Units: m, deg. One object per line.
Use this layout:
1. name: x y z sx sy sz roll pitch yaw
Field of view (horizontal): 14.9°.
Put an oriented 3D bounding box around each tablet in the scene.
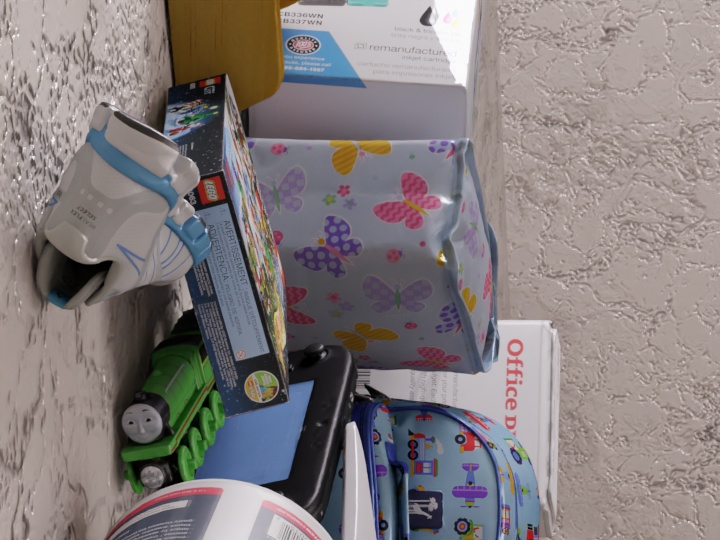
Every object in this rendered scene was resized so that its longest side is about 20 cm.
1. tablet: 0.005 0.201 1.620 0.130 0.014 0.200 -89 174 -49

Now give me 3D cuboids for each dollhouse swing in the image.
1. dollhouse swing: -0.015 -0.196 1.700 0.200 0.176 0.182 -75 162 -65

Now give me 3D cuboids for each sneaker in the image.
1. sneaker: -0.127 -0.016 1.360 0.087 0.075 0.200 -55 171 -10

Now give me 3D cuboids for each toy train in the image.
1. toy train: -0.101 0.069 1.573 0.200 0.042 0.056 -64 143 -71

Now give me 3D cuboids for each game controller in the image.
1. game controller: -0.061 0.105 1.615 0.200 0.104 0.042 -75 158 -61

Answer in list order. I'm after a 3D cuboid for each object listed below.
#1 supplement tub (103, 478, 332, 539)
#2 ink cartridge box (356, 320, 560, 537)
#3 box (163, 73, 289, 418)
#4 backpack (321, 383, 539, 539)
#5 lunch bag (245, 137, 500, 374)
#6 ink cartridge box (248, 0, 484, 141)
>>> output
1. supplement tub: -0.082 0.200 1.344 0.200 0.140 0.140 -68 156 -68
2. ink cartridge box: 0.043 0.114 1.994 0.085 0.200 0.146 70 22 -67
3. box: -0.075 -0.019 1.553 0.200 0.038 0.137 -97 171 -71
4. backpack: 0.014 0.164 1.794 0.135 0.200 0.183 59 32 -74
5. lunch bag: 0.000 0.000 1.813 0.200 0.170 0.127 71 22 -56
6. ink cartridge box: 0.008 -0.145 1.905 0.146 0.147 0.200 90 5 -46
